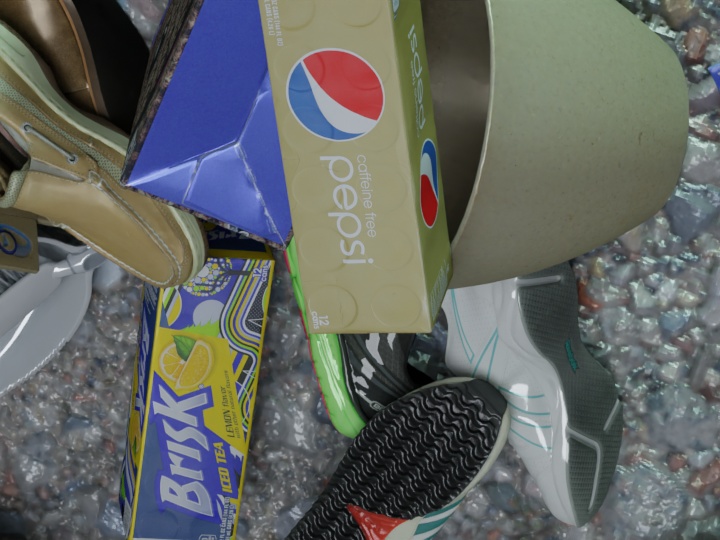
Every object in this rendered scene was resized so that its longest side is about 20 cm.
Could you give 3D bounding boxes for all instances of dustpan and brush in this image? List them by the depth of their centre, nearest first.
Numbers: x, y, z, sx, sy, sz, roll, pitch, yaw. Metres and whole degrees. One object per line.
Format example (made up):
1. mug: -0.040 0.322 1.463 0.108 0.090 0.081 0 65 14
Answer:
1. dustpan and brush: -0.193 0.002 1.649 0.200 0.057 0.140 -39 139 -8

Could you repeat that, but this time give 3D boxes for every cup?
1. cup: 0.096 -0.084 1.507 0.143 0.200 0.201 4 116 -20

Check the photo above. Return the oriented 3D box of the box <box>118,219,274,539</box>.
1. box: -0.101 0.069 1.654 0.070 0.064 0.201 3 115 -12

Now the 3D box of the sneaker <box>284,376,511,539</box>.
1. sneaker: 0.027 0.127 1.646 0.070 0.093 0.200 44 118 9

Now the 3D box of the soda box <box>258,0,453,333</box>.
1. soda box: -0.001 -0.069 1.367 0.067 0.064 0.201 -1 117 14

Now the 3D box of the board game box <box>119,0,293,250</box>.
1. board game box: -0.050 -0.135 1.487 0.097 0.200 0.160 21 115 -9

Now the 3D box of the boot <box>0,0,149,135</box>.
1. boot: -0.174 -0.127 1.596 0.075 0.074 0.201 -21 97 21

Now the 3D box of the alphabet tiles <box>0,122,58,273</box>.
1. alphabet tiles: -0.247 -0.083 1.560 0.199 0.167 0.006 9 152 -32

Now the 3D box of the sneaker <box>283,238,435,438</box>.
1. sneaker: 0.000 0.000 1.620 0.083 0.077 0.201 -15 113 -1

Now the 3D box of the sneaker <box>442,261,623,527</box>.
1. sneaker: 0.099 0.064 1.622 0.080 0.070 0.201 4 126 36

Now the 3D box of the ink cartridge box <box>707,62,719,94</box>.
1. ink cartridge box: 0.288 -0.046 1.551 0.119 0.042 0.200 -22 105 19

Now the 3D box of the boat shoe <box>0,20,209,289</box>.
1. boat shoe: -0.177 -0.054 1.546 0.200 0.076 0.072 41 136 5
